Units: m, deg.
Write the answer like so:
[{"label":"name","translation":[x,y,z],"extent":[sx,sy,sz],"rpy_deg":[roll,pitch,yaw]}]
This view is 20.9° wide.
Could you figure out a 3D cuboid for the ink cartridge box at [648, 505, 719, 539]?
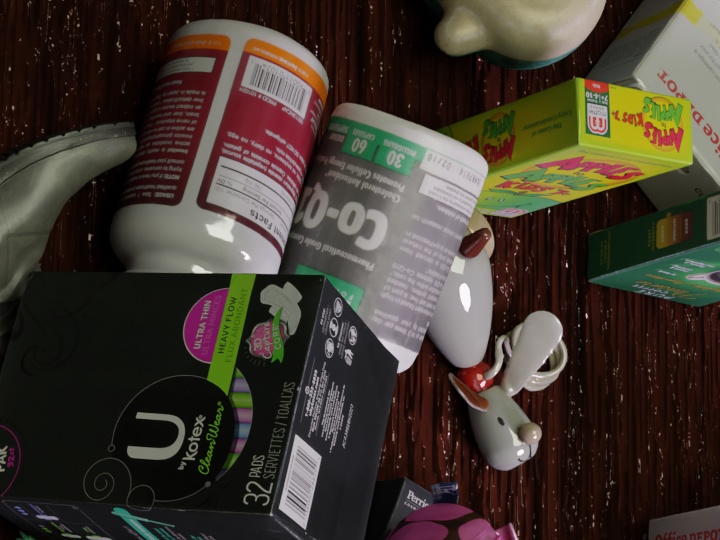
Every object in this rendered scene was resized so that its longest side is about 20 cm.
[{"label":"ink cartridge box","translation":[0.304,0.281,1.439],"extent":[0.146,0.147,0.200],"rpy_deg":[8,75,-16]}]

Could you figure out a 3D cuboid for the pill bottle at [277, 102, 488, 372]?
[{"label":"pill bottle","translation":[0.000,0.000,1.299],"extent":[0.113,0.113,0.200],"rpy_deg":[22,88,-29]}]

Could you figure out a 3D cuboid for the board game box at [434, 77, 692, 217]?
[{"label":"board game box","translation":[0.127,-0.083,1.373],"extent":[0.101,0.200,0.048],"rpy_deg":[7,77,-33]}]

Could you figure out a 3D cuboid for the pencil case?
[{"label":"pencil case","translation":[0.018,0.206,1.180],"extent":[0.200,0.094,0.091],"rpy_deg":[-32,105,-56]}]

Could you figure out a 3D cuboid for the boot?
[{"label":"boot","translation":[-0.211,-0.006,1.219],"extent":[0.200,0.068,0.131],"rpy_deg":[-28,101,-27]}]

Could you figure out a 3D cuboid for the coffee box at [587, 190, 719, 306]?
[{"label":"coffee box","translation":[0.277,-0.020,1.465],"extent":[0.123,0.200,0.044],"rpy_deg":[10,72,-31]}]

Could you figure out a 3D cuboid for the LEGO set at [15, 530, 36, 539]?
[{"label":"LEGO set","translation":[-0.252,0.217,1.106],"extent":[0.154,0.116,0.200],"rpy_deg":[39,62,-22]}]

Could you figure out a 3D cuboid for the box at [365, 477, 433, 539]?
[{"label":"box","translation":[0.061,0.250,1.341],"extent":[0.200,0.079,0.141],"rpy_deg":[34,61,-25]}]

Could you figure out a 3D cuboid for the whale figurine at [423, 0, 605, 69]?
[{"label":"whale figurine","translation":[0.081,-0.222,1.449],"extent":[0.200,0.104,0.159],"rpy_deg":[18,70,-5]}]

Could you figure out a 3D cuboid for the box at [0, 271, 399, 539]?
[{"label":"box","translation":[-0.101,0.090,1.145],"extent":[0.124,0.200,0.149],"rpy_deg":[50,47,-54]}]

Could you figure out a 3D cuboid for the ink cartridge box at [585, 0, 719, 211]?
[{"label":"ink cartridge box","translation":[0.278,-0.156,1.562],"extent":[0.145,0.083,0.200],"rpy_deg":[48,59,-17]}]

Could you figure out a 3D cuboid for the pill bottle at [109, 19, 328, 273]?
[{"label":"pill bottle","translation":[-0.097,-0.052,1.269],"extent":[0.113,0.113,0.200],"rpy_deg":[26,67,-28]}]

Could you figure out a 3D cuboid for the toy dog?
[{"label":"toy dog","translation":[0.089,0.038,1.387],"extent":[0.200,0.096,0.132],"rpy_deg":[47,59,-17]}]
